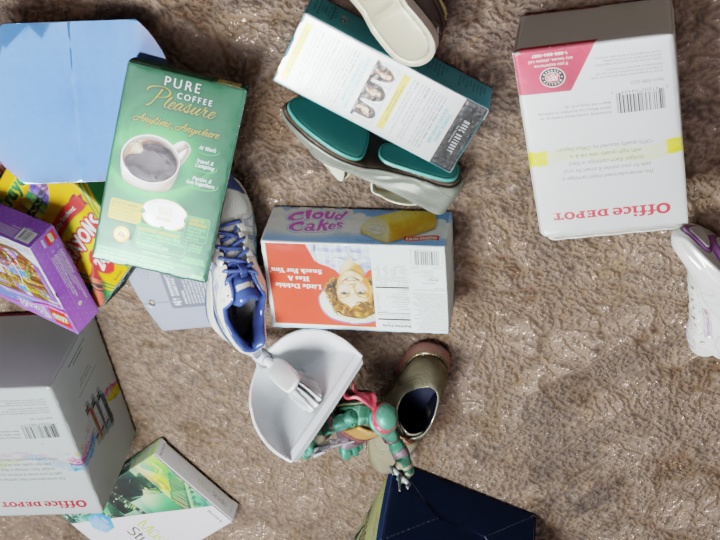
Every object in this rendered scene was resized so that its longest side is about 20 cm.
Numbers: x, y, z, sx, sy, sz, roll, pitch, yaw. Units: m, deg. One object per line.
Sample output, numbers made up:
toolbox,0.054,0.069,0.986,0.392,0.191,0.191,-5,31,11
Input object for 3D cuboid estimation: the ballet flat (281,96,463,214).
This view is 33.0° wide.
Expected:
ballet flat,0.006,-0.108,1.226,0.198,0.068,0.064,22,135,-4

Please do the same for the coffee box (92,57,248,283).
coffee box,-0.187,-0.098,1.201,0.121,0.044,0.203,12,104,-3

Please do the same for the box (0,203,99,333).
box,-0.385,-0.019,1.314,0.198,0.039,0.138,21,146,30

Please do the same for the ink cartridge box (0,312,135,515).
ink cartridge box,-0.377,0.172,1.447,0.143,0.145,0.202,-3,124,12

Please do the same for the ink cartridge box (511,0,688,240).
ink cartridge box,0.229,-0.140,1.146,0.143,0.084,0.202,-4,124,15

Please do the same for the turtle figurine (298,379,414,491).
turtle figurine,-0.002,0.183,1.350,0.148,0.102,0.200,24,163,-19

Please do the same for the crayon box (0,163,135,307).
crayon box,-0.317,-0.069,1.297,0.200,0.051,0.127,41,131,-3

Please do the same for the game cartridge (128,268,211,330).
game cartridge,-0.202,-0.025,1.344,0.131,0.041,0.202,-6,123,11

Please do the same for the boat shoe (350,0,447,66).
boat shoe,0.013,-0.282,1.105,0.071,0.060,0.201,-18,119,40

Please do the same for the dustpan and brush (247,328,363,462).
dustpan and brush,-0.090,0.111,1.344,0.057,0.200,0.140,36,87,-27

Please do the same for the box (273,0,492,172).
box,0.022,-0.181,1.179,0.198,0.049,0.083,27,126,-8

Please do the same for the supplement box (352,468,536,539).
supplement box,0.087,0.380,1.507,0.198,0.135,0.201,22,126,-4

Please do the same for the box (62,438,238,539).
box,-0.278,0.315,1.596,0.199,0.037,0.144,-35,112,29

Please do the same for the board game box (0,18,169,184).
board game box,-0.282,-0.171,1.222,0.197,0.039,0.160,-3,105,-2

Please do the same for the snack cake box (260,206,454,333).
snack cake box,0.000,0.000,1.301,0.197,0.068,0.116,2,127,10

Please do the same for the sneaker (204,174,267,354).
sneaker,-0.128,-0.007,1.276,0.075,0.088,0.202,-20,121,-19

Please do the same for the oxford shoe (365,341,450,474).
oxford shoe,0.047,0.175,1.408,0.070,0.074,0.202,16,127,-3

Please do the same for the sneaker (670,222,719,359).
sneaker,0.365,0.039,1.249,0.099,0.075,0.200,-31,114,27
